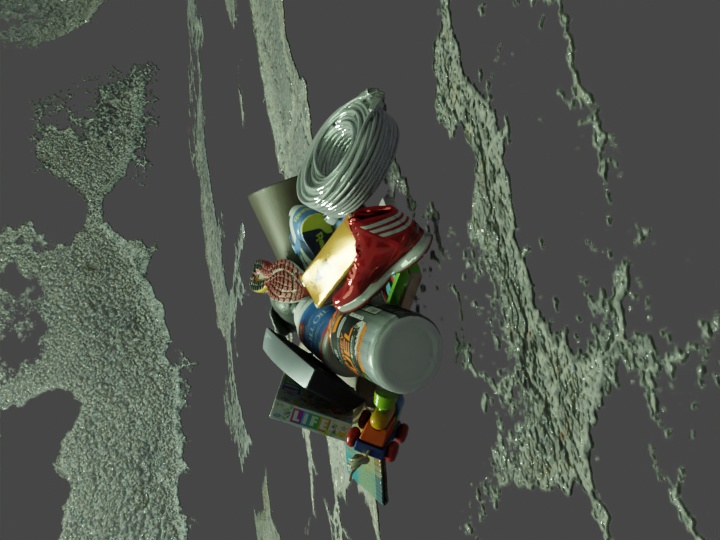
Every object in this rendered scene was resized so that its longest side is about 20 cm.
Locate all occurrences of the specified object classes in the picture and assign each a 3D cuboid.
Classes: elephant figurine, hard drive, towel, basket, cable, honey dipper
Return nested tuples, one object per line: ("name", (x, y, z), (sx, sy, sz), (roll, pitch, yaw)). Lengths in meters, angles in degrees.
("elephant figurine", (-0.139, 0.094, 1.976), (0.141, 0.155, 0.201), (20, 137, 23))
("hard drive", (-0.086, 0.170, 1.516), (0.042, 0.135, 0.200), (-56, 33, -2))
("towel", (0.010, 0.348, 1.709), (0.200, 0.022, 0.147), (-166, 71, -69))
("basket", (-0.115, -0.078, 1.768), (0.180, 0.136, 0.201), (-19, 91, 33))
("cable", (-0.023, -0.182, 1.446), (0.200, 0.069, 0.201), (-9, 59, 54))
("honey dipper", (0.032, 0.186, 1.569), (0.038, 0.038, 0.201), (-122, 34, -55))

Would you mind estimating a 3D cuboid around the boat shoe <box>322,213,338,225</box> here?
("boat shoe", (-0.050, -0.171, 1.568), (0.070, 0.066, 0.201), (134, 153, -56))

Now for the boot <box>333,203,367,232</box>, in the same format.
("boot", (-0.049, -0.118, 1.691), (0.145, 0.072, 0.201), (105, 150, -50))

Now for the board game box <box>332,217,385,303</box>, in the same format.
("board game box", (0.000, 0.000, 1.544), (0.103, 0.019, 0.201), (161, 91, -75))

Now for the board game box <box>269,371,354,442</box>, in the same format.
("board game box", (-0.079, 0.227, 1.546), (0.200, 0.134, 0.034), (-89, 17, -80))

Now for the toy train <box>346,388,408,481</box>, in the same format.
("toy train", (0.028, 0.241, 1.414), (0.200, 0.084, 0.116), (-42, -31, -69))

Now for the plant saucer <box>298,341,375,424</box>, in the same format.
("plant saucer", (-0.055, 0.200, 1.699), (0.199, 0.029, 0.201), (11, 107, 38))

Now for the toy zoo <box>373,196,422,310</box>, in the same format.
("toy zoo", (0.050, -0.027, 1.479), (0.131, 0.020, 0.201), (106, 153, -49))

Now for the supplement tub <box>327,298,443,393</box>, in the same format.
("supplement tub", (0.030, 0.110, 1.382), (0.200, 0.122, 0.123), (-166, 72, -64))

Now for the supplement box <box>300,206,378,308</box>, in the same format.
("supplement box", (-0.024, -0.019, 1.470), (0.067, 0.069, 0.200), (59, 137, 17))

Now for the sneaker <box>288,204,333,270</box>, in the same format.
("sneaker", (-0.083, -0.038, 1.639), (0.082, 0.074, 0.201), (38, 149, 42))

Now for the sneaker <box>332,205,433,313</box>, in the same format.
("sneaker", (0.004, -0.028, 1.351), (0.200, 0.115, 0.078), (-40, 16, 24))

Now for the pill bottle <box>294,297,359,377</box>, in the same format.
("pill bottle", (-0.047, 0.106, 1.573), (0.200, 0.112, 0.113), (-152, 59, -64))

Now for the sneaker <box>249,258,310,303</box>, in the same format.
("sneaker", (-0.133, 0.018, 1.659), (0.200, 0.082, 0.078), (18, 95, 60))
